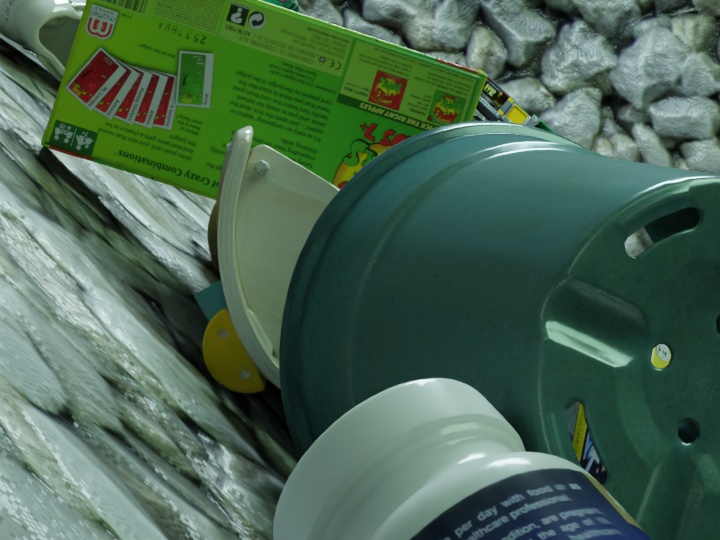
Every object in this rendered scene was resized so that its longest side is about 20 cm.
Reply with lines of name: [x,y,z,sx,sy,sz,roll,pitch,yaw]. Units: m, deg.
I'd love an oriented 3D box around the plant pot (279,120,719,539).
plant pot: [0.094,0.038,0.999,0.200,0.201,0.196,40,-13,-19]

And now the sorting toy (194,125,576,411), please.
sorting toy: [-0.004,0.030,1.197,0.199,0.107,0.180,30,-4,-7]

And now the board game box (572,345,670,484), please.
board game box: [0.182,0.133,1.313,0.165,0.057,0.201,38,44,-23]

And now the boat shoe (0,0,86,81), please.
boat shoe: [-0.132,-0.115,1.434,0.199,0.071,0.069,22,21,-47]

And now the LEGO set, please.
LEGO set: [0.145,-0.138,2.983,0.200,0.116,0.154,45,-23,-8]

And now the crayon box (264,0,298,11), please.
crayon box: [-0.135,-0.238,2.003,0.200,0.058,0.119,44,-12,12]

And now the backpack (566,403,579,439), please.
backpack: [0.174,0.124,1.472,0.199,0.154,0.163,23,21,-25]

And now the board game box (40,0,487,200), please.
board game box: [-0.048,-0.081,1.241,0.199,0.102,0.048,18,4,-6]

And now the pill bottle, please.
pill bottle: [0.059,0.133,0.826,0.116,0.116,0.200,33,12,-51]

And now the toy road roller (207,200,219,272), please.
toy road roller: [0.017,0.022,1.344,0.198,0.147,0.123,5,7,4]
